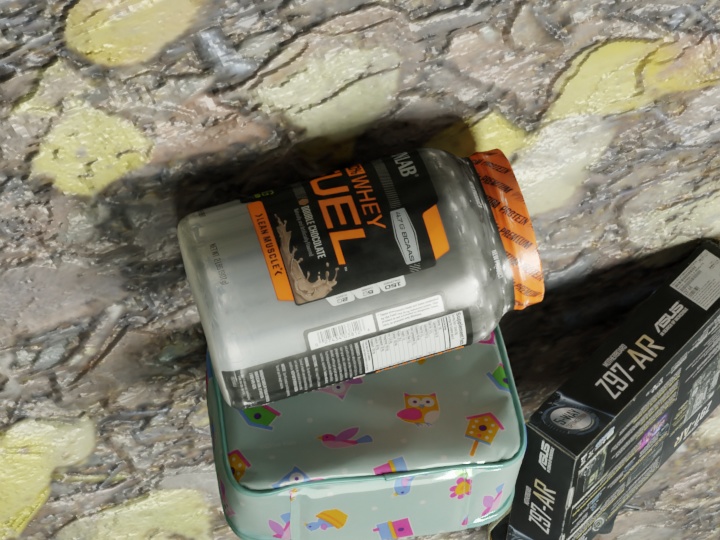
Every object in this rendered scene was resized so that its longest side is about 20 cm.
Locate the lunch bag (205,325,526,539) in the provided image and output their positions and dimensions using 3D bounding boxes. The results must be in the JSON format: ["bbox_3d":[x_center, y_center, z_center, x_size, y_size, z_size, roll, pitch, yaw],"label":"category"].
[{"bbox_3d":[0.004,0.090,1.544,0.200,0.161,0.077,-6,138,-8],"label":"lunch bag"}]

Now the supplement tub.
[{"bbox_3d":[0.000,0.000,1.445,0.200,0.123,0.123,-16,145,-5],"label":"supplement tub"}]

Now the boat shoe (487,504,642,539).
[{"bbox_3d":[0.171,0.163,1.804,0.075,0.062,0.200,16,131,-38],"label":"boat shoe"}]

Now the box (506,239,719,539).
[{"bbox_3d":[0.182,0.094,1.642,0.200,0.044,0.160,-43,156,-27],"label":"box"}]
